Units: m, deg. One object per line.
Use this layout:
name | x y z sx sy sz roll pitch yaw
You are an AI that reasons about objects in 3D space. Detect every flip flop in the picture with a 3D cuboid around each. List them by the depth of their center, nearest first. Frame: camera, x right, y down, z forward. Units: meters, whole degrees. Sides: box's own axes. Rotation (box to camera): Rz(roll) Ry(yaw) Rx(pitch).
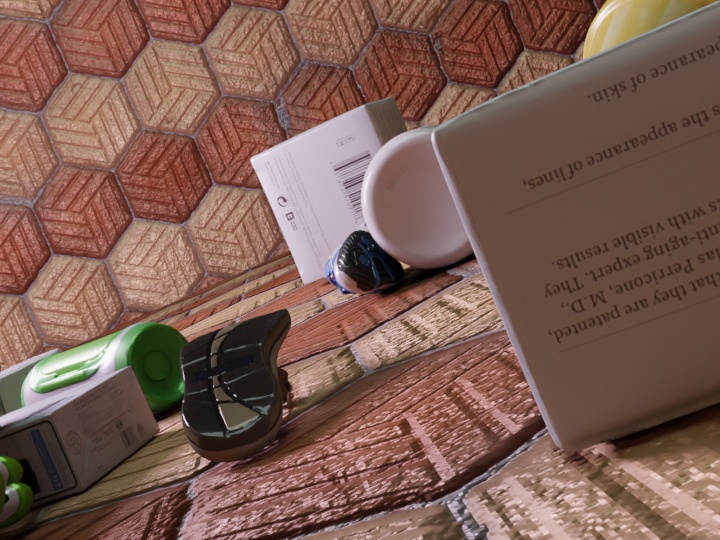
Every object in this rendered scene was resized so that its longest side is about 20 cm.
flip flop | -0.078 0.081 0.661 0.080 0.058 0.200 -19 21 0

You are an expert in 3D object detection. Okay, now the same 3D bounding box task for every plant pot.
plant pot | 0.327 -0.208 1.073 0.200 0.201 0.189 -18 24 45

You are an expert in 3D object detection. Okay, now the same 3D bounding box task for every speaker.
speaker | -0.243 0.106 0.927 0.199 0.089 0.088 -19 7 42

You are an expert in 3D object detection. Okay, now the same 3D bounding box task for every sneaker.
sneaker | 0.000 0.000 1.082 0.077 0.076 0.200 -45 0 14

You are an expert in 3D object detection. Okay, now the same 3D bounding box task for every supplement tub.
supplement tub | 0.084 -0.088 1.084 0.144 0.146 0.200 -22 6 12

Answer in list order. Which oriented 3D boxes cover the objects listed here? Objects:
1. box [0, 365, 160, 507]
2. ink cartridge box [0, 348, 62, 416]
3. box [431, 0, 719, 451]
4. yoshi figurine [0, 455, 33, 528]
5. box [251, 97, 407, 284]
box | -0.274 0.148 0.769 0.199 0.061 0.117 -22 5 23
ink cartridge box | -0.417 0.169 1.055 0.199 0.084 0.144 -28 6 -35
box | 0.149 -0.041 0.423 0.199 0.132 0.199 -22 5 12
yoshi figurine | -0.297 0.160 0.584 0.199 0.113 0.112 -24 21 -29
box | -0.016 -0.115 1.398 0.199 0.200 0.131 -21 5 24
